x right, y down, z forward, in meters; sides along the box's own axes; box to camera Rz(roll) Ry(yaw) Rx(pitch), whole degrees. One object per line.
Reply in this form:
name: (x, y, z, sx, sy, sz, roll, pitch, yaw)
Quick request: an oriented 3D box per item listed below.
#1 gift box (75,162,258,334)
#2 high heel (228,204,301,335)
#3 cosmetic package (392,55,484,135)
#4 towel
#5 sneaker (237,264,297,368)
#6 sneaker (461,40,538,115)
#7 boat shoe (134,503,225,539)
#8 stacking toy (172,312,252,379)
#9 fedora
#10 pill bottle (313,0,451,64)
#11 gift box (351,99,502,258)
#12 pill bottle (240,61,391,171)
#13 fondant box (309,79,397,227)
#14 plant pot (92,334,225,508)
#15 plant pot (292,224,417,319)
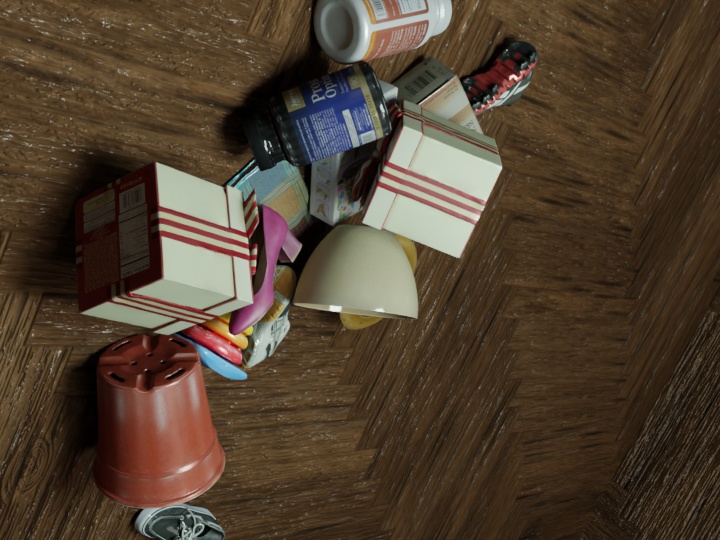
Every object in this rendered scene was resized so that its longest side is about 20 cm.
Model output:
gift box: (-0.246, -0.037, 1.405, 0.187, 0.184, 0.201, 20, 61, -51)
high heel: (-0.166, -0.001, 1.606, 0.096, 0.067, 0.200, 49, 50, -30)
cosmetic package: (0.134, -0.242, 1.779, 0.103, 0.087, 0.200, -39, 135, -4)
towel: (-0.141, -0.097, 1.664, 0.147, 0.022, 0.200, -44, 145, -15)
sneaker: (-0.150, 0.069, 1.756, 0.088, 0.076, 0.200, -13, 139, -54)
sneaker: (0.234, -0.317, 1.892, 0.200, 0.071, 0.098, -39, 153, -12)
boat shoe: (-0.313, 0.456, 1.878, 0.074, 0.068, 0.199, -55, 146, -1)
stacking toy: (-0.199, 0.059, 1.666, 0.116, 0.110, 0.200, 37, 78, -41)
fedora: (0.012, 0.007, 1.886, 0.200, 0.082, 0.201, -33, 144, -29)
pill bottle: (0.038, -0.373, 1.567, 0.200, 0.112, 0.112, -22, 134, -39)
gift box: (0.093, -0.144, 1.639, 0.200, 0.186, 0.185, -93, -155, -72)
pill bottle: (-0.064, -0.215, 1.525, 0.200, 0.112, 0.112, -20, 140, -1)
fondant box: (-0.012, -0.189, 1.698, 0.144, 0.058, 0.200, -34, 140, -40)
plant pot: (-0.306, 0.212, 1.586, 0.201, 0.201, 0.196, -24, 128, -37)
plant pot: (0.000, 0.000, 1.704, 0.200, 0.200, 0.135, 14, 82, -54)
